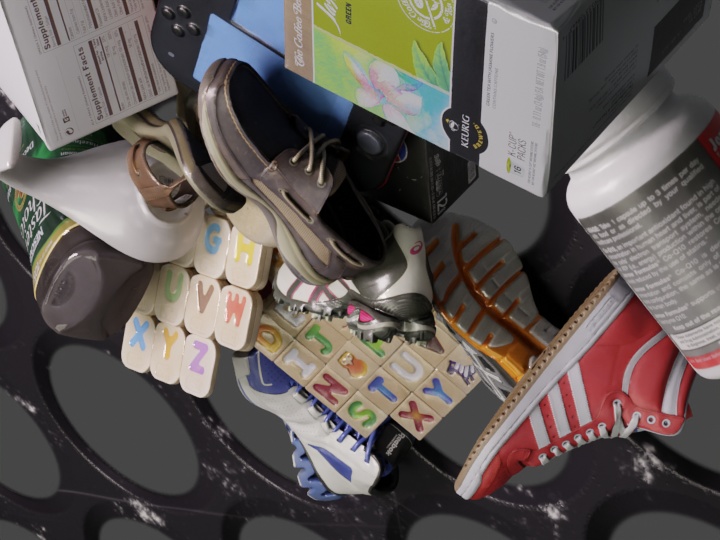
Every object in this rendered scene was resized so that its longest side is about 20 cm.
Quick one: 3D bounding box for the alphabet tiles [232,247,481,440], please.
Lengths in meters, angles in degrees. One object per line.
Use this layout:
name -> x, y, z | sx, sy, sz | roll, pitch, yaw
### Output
alphabet tiles -> 0.000, 0.045, 1.753 | 0.200, 0.006, 0.166 | 40, 126, -5

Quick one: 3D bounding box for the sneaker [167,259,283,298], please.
sneaker -> -0.079, 0.007, 1.800 | 0.199, 0.076, 0.071 | 4, 129, 45

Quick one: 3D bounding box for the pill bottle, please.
pill bottle -> 0.206, -0.040, 1.419 | 0.200, 0.114, 0.114 | 51, 145, -9

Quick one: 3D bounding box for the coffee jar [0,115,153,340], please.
coffee jar -> -0.234, -0.041, 1.810 | 0.105, 0.085, 0.201 | -59, 37, 31

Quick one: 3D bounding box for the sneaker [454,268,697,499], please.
sneaker -> 0.163, 0.109, 1.582 | 0.112, 0.200, 0.071 | 38, -170, -1

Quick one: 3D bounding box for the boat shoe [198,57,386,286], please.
boat shoe -> -0.040, -0.072, 1.521 | 0.073, 0.075, 0.200 | -6, 137, 31

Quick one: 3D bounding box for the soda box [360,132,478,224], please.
soda box -> 0.035, -0.134, 1.544 | 0.070, 0.063, 0.201 | 25, 141, 29

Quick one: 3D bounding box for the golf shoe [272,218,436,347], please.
golf shoe -> 0.000, 0.000, 1.650 | 0.200, 0.077, 0.089 | 15, 102, 59

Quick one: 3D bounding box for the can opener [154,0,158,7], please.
can opener -> -0.110, -0.242, 1.602 | 0.200, 0.078, 0.064 | -49, 48, 53

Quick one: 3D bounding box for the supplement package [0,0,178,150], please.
supplement package -> -0.239, -0.215, 1.642 | 0.200, 0.110, 0.156 | 45, 156, 47

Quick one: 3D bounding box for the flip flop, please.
flip flop -> -0.145, -0.076, 1.622 | 0.081, 0.058, 0.200 | 50, 171, -31

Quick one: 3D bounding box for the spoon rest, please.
spoon rest -> -0.203, -0.068, 1.713 | 0.199, 0.100, 0.060 | 19, 158, -39

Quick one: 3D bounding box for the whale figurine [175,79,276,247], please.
whale figurine -> -0.071, -0.106, 1.676 | 0.200, 0.103, 0.160 | 44, 144, 46

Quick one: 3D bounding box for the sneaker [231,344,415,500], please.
sneaker -> -0.016, 0.120, 1.862 | 0.115, 0.081, 0.200 | 4, 136, 39

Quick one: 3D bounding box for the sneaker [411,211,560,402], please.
sneaker -> 0.099, 0.043, 1.656 | 0.200, 0.078, 0.077 | 52, 156, -7

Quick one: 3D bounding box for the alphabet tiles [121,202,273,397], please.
alphabet tiles -> -0.146, -0.004, 1.801 | 0.199, 0.015, 0.197 | 19, 100, 45

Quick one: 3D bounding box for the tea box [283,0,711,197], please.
tea box -> 0.085, -0.184, 1.318 | 0.196, 0.200, 0.134 | 27, 143, 24

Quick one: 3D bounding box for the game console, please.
game console -> -0.049, -0.149, 1.507 | 0.199, 0.031, 0.177 | 33, 150, 5
